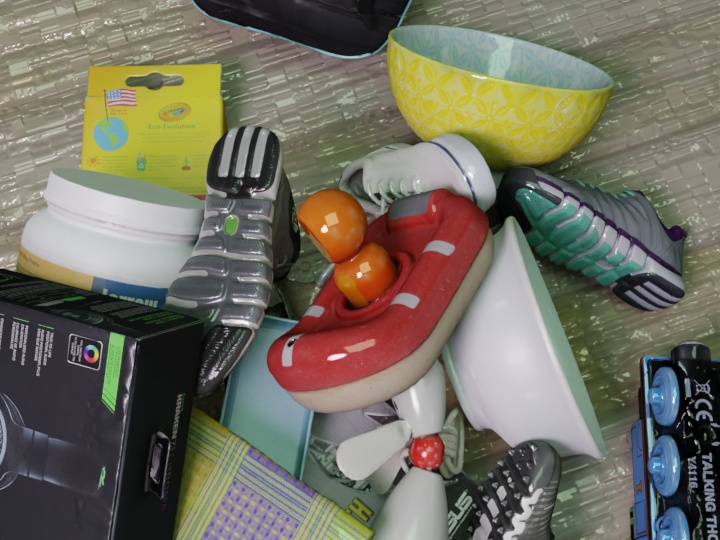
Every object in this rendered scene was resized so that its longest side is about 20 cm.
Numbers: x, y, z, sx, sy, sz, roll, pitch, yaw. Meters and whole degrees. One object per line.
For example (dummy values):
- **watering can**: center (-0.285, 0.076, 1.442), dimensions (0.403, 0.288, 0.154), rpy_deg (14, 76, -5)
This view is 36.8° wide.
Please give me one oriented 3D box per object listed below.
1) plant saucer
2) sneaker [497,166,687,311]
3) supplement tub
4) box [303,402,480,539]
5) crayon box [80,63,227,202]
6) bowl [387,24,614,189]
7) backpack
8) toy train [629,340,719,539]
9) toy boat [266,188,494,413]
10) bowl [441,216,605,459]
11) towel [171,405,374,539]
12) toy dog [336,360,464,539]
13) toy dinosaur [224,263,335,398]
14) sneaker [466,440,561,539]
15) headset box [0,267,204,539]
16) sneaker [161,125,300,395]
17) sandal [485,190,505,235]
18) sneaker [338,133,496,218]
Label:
- **plant saucer**: center (-0.073, 0.133, 0.801), dimensions (0.069, 0.019, 0.203), rpy_deg (10, 69, -3)
- **sneaker**: center (0.202, -0.046, 0.938), dimensions (0.199, 0.074, 0.089), rpy_deg (33, 58, -21)
- **supplement tub**: center (-0.196, 0.035, 0.830), dimensions (0.142, 0.145, 0.203), rpy_deg (14, 99, 2)
- **box**: center (-0.018, 0.201, 0.838), dimensions (0.158, 0.048, 0.200), rpy_deg (41, 61, 4)
- **crayon box**: center (-0.180, -0.082, 0.955), dimensions (0.125, 0.051, 0.203), rpy_deg (0, 72, -2)
- **bowl**: center (0.111, -0.136, 0.948), dimensions (0.197, 0.201, 0.109), rpy_deg (13, 114, 2)
- **backpack**: center (-0.038, -0.295, 0.972), dimensions (0.197, 0.177, 0.154), rpy_deg (22, 39, -2)
- **toy train**: center (0.258, 0.161, 0.859), dimensions (0.085, 0.114, 0.203), rpy_deg (3, 71, -5)
- **toy boat**: center (0.000, 0.000, 0.771), dimensions (0.131, 0.129, 0.201), rpy_deg (52, 52, -24)
- **bowl**: center (0.117, 0.066, 0.861), dimensions (0.089, 0.201, 0.204), rpy_deg (-21, 72, 12)
- **towel**: center (-0.101, 0.188, 0.747), dimensions (0.198, 0.023, 0.145), rpy_deg (27, 84, 24)
- **toy dog**: center (0.017, 0.169, 0.782), dimensions (0.095, 0.133, 0.203), rpy_deg (-3, 56, 14)
- **toy dinosaur**: center (-0.082, 0.078, 0.876), dimensions (0.076, 0.103, 0.201), rpy_deg (29, 68, 8)
- **sneaker**: center (0.124, 0.218, 0.823), dimensions (0.089, 0.067, 0.203), rpy_deg (12, 111, -16)
- **headset box**: center (-0.207, 0.103, 0.713), dimensions (0.197, 0.093, 0.177), rpy_deg (13, 99, 17)
- **sneaker**: center (-0.082, 0.006, 0.802), dimensions (0.074, 0.116, 0.203), rpy_deg (9, 71, 17)
- **sandal**: center (0.063, -0.016, 0.943), dimensions (0.199, 0.082, 0.055), rpy_deg (-34, 53, -6)
- **sneaker**: center (0.043, -0.066, 0.894), dimensions (0.070, 0.199, 0.074), rpy_deg (-29, 103, -17)
